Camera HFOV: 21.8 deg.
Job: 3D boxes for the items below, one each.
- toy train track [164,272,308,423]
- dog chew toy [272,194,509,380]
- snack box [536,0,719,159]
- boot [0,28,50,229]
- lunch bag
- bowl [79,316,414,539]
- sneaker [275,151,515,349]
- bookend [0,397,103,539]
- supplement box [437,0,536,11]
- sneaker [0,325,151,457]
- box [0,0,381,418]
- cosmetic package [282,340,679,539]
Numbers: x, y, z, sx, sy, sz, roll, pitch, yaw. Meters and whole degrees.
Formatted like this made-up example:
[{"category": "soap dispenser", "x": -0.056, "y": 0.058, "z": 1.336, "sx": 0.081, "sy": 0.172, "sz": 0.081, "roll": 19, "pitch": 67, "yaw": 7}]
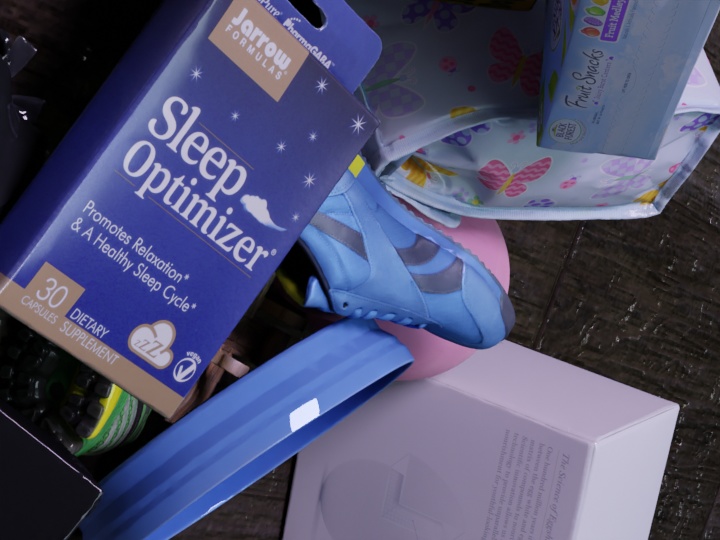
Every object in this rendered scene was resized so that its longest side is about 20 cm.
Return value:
[{"category": "toy train track", "x": -0.070, "y": 0.026, "z": 0.918, "sx": 0.115, "sy": 0.032, "sz": 0.200, "roll": -62, "pitch": 158, "yaw": -3}, {"category": "dog chew toy", "x": 0.000, "y": -0.020, "z": 1.050, "sx": 0.200, "sy": 0.124, "sz": 0.125, "roll": 41, "pitch": 72, "yaw": -47}, {"category": "snack box", "x": 0.128, "y": -0.178, "z": 0.881, "sx": 0.169, "sy": 0.067, "sz": 0.201, "roll": 95, "pitch": -1, "yaw": -68}, {"category": "boot", "x": -0.202, "y": -0.067, "z": 0.726, "sx": 0.198, "sy": 0.073, "sz": 0.163, "roll": -55, "pitch": 142, "yaw": -49}, {"category": "lunch bag", "x": 0.074, "y": -0.119, "z": 1.019, "sx": 0.199, "sy": 0.170, "sz": 0.127, "roll": -2, "pitch": 149, "yaw": -26}, {"category": "bowl", "x": -0.064, "y": 0.089, "z": 0.978, "sx": 0.200, "sy": 0.039, "sz": 0.201, "roll": -35, "pitch": 174, "yaw": -4}, {"category": "sneaker", "x": 0.000, "y": 0.000, "z": 0.935, "sx": 0.200, "sy": 0.066, "sz": 0.079, "roll": 40, "pitch": 67, "yaw": -38}, {"category": "bookend", "x": -0.216, "y": 0.054, "z": 0.751, "sx": 0.200, "sy": 0.199, "sz": 0.092, "roll": 40, "pitch": 81, "yaw": -11}, {"category": "supplement box", "x": 0.047, "y": -0.235, "z": 0.895, "sx": 0.109, "sy": 0.109, "sz": 0.201, "roll": -52, "pitch": 150, "yaw": -89}, {"category": "sneaker", "x": -0.114, "y": -0.001, "z": 0.937, "sx": 0.201, "sy": 0.078, "sz": 0.085, "roll": -65, "pitch": 158, "yaw": 5}, {"category": "box", "x": -0.068, "y": -0.046, "z": 0.808, "sx": 0.200, "sy": 0.032, "sz": 0.121, "roll": -56, "pitch": 135, "yaw": -6}, {"category": "cosmetic package", "x": 0.070, "y": 0.153, "z": 1.168, "sx": 0.123, "sy": 0.200, "sz": 0.200, "roll": -12, "pitch": 118, "yaw": -54}]
